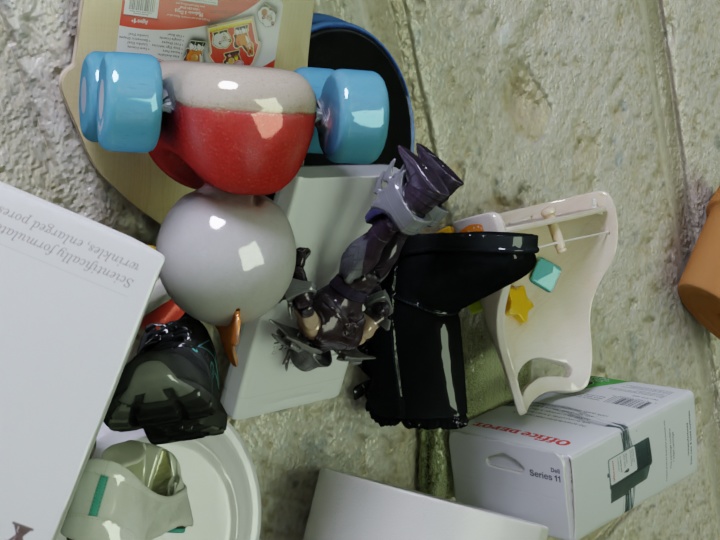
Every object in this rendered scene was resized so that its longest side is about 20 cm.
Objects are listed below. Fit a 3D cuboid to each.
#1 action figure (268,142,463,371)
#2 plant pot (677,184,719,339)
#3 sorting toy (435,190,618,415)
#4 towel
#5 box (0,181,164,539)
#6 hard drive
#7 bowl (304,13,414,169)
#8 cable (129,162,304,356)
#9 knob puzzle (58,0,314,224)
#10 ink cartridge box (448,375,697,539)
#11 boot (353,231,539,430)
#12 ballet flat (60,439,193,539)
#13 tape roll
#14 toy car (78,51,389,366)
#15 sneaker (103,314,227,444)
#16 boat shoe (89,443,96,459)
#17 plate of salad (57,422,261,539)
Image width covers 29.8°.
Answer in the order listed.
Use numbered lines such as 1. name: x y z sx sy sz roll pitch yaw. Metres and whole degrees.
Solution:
1. action figure: 0.000 0.000 1.032 0.201 0.069 0.130 -54 155 15
2. plant pot: 0.454 0.006 1.538 0.140 0.199 0.200 -48 128 -9
3. sorting toy: 0.158 0.033 1.242 0.199 0.106 0.183 -12 89 -50
4. towel: 0.113 0.117 1.291 0.147 0.036 0.203 4 92 -45
5. box: -0.239 0.046 0.776 0.197 0.131 0.202 23 86 -12
6. hard drive: -0.038 0.015 1.074 0.131 0.027 0.203 -7 120 -51
7. bowl: -0.029 -0.108 1.113 0.199 0.039 0.204 -8 101 -46
8. cable: -0.110 -0.011 1.001 0.199 0.050 0.098 -35 128 -15
9. knob puzzle: -0.128 -0.131 0.997 0.217 0.030 0.223 -10 110 -26
10. ink cartridge box: 0.198 0.167 1.254 0.198 0.145 0.084 -16 105 -41
11. boot: 0.071 0.050 1.131 0.073 0.197 0.165 0 88 -42
12. ballet flat: -0.144 0.143 0.881 0.200 0.068 0.071 58 43 -84
13. tape roll: 0.045 0.255 1.120 0.201 0.201 0.141 23 80 -45
14. toy car: -0.094 -0.039 0.914 0.182 0.177 0.203 2 98 -19
15. sneaker: -0.132 0.069 0.906 0.074 0.200 0.081 -7 78 -4
16. boat shoe: -0.241 0.044 0.897 0.202 0.075 0.072 60 17 -19
17. plate of salad: -0.161 0.190 1.007 0.198 0.048 0.204 0 91 -37
